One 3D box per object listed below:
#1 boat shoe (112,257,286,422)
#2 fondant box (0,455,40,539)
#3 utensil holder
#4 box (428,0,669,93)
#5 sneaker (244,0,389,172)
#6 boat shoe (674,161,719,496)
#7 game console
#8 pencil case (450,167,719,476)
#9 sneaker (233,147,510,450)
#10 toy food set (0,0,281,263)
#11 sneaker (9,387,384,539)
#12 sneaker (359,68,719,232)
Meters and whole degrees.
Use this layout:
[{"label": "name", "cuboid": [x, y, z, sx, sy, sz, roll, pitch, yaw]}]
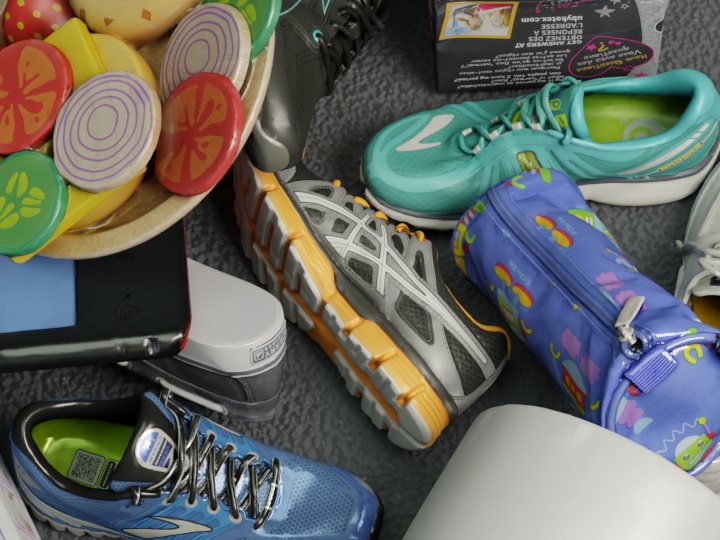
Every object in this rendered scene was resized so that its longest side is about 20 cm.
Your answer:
[{"label": "boat shoe", "cuboid": [-0.118, 0.021, 1.080, 0.199, 0.068, 0.072, 24, 42, 30]}, {"label": "fondant box", "cuboid": [-0.241, 0.142, 1.034, 0.144, 0.058, 0.201, -30, 68, -1]}, {"label": "utensil holder", "cuboid": [0.075, 0.186, 0.937, 0.169, 0.170, 0.201, 26, 69, 15]}, {"label": "box", "cuboid": [0.099, -0.213, 1.142, 0.131, 0.115, 0.201, -3, 67, 2]}, {"label": "sneaker", "cuboid": [-0.024, -0.138, 1.069, 0.079, 0.076, 0.201, 3, 57, 1]}, {"label": "boat shoe", "cuboid": [0.190, 0.014, 1.048, 0.074, 0.086, 0.203, 16, 69, 11]}, {"label": "game console", "cuboid": [-0.188, -0.013, 1.043, 0.199, 0.031, 0.177, -6, 39, -3]}, {"label": "pencil case", "cuboid": [0.114, 0.020, 1.009, 0.078, 0.087, 0.200, -34, 36, -2]}, {"label": "sneaker", "cuboid": [0.000, 0.000, 1.082, 0.077, 0.078, 0.200, -31, 72, -19]}, {"label": "toy food set", "cuboid": [-0.125, -0.100, 1.015, 0.200, 0.049, 0.199, -35, 58, 14]}, {"label": "sneaker", "cuboid": [-0.087, 0.109, 1.026, 0.199, 0.089, 0.079, 10, 68, 9]}, {"label": "sneaker", "cuboid": [0.096, -0.075, 1.099, 0.199, 0.080, 0.078, -10, 66, 1]}]
